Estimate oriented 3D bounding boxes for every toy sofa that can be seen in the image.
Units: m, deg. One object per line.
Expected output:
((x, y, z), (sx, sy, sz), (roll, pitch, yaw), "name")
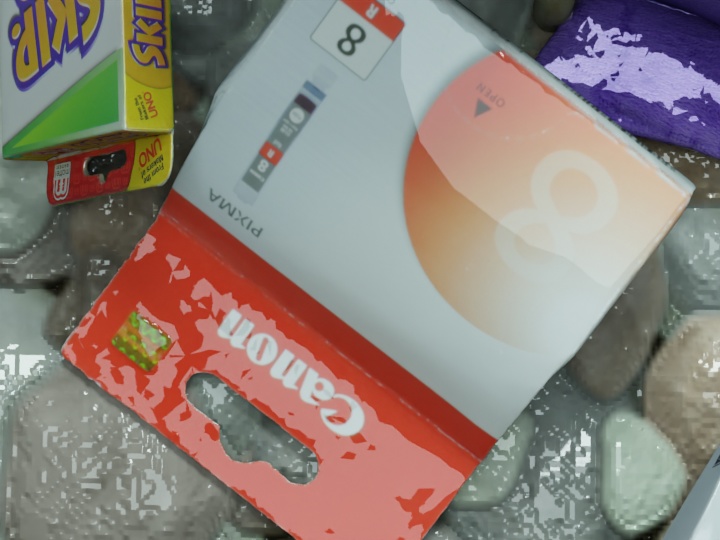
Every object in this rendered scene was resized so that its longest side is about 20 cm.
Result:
((0.162, -0.081, 0.816), (0.199, 0.083, 0.098), (19, 87, 3), "toy sofa")

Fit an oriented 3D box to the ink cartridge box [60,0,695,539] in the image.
((0.000, 0.000, 0.819), (0.162, 0.050, 0.200), (37, 96, 3), "ink cartridge box")

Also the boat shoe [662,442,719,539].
((0.152, 0.088, 0.814), (0.056, 0.069, 0.201), (29, 86, 3), "boat shoe")

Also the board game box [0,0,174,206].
((-0.104, -0.128, 0.826), (0.030, 0.095, 0.201), (-2, 87, -36), "board game box")
